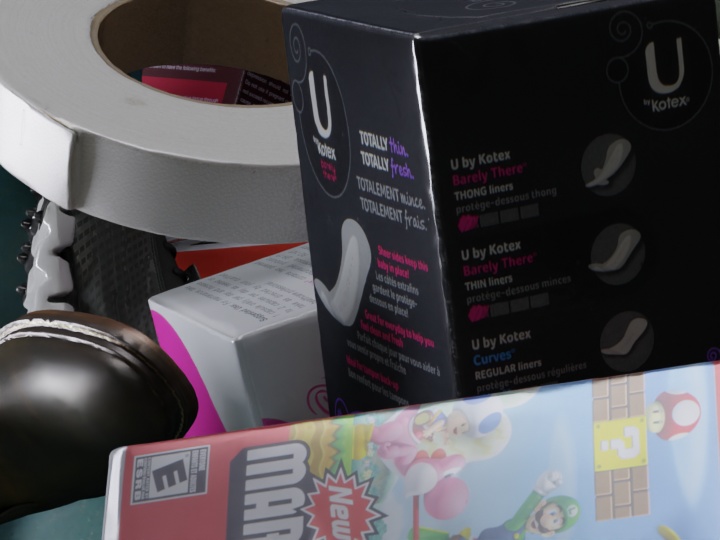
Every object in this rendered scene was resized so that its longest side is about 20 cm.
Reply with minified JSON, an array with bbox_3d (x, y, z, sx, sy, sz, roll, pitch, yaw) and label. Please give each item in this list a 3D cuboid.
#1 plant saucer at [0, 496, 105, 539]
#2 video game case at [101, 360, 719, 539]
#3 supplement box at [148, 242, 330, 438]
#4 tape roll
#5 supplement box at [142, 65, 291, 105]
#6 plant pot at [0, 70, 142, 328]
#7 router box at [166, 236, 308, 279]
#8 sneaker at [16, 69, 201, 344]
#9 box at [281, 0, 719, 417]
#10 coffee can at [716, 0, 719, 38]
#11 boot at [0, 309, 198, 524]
[{"bbox_3d":[-0.113,0.120,0.885,0.199,0.036,0.200,-23,13,6],"label":"plant saucer"},{"bbox_3d":[0.016,0.102,0.747,0.199,0.017,0.144,-9,55,16],"label":"video game case"},{"bbox_3d":[0.036,0.033,0.993,0.199,0.102,0.103,-19,16,-21],"label":"supplement box"},{"bbox_3d":[-0.057,-0.075,1.048,0.201,0.037,0.203,7,31,-4],"label":"tape roll"},{"bbox_3d":[-0.081,-0.079,1.314,0.108,0.201,0.061,8,-9,42],"label":"supplement box"},{"bbox_3d":[-0.189,-0.034,1.213,0.199,0.189,0.200,-3,27,2],"label":"plant pot"},{"bbox_3d":[0.000,0.000,1.173,0.179,0.049,0.200,-4,6,33],"label":"router box"},{"bbox_3d":[-0.095,0.013,1.079,0.090,0.201,0.066,9,-22,-14],"label":"sneaker"},{"bbox_3d":[0.052,0.008,0.855,0.106,0.201,0.122,-12,14,-20],"label":"box"},{"bbox_3d":[0.109,-0.112,1.279,0.199,0.147,0.146,-1,8,-26],"label":"coffee can"},{"bbox_3d":[-0.137,0.076,0.898,0.200,0.075,0.097,-21,22,50],"label":"boot"}]
